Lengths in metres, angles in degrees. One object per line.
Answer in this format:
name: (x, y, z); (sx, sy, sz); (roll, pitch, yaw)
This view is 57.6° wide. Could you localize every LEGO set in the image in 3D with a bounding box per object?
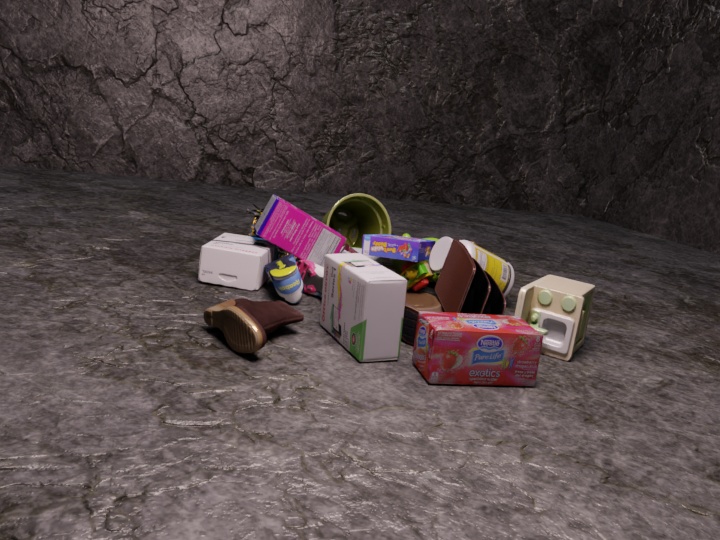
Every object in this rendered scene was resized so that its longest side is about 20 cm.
LEGO set: (-0.202, -0.107, 1.737); (0.152, 0.118, 0.200); (6, -22, 33)

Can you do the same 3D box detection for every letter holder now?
letter holder: (0.243, 0.028, 1.413); (0.099, 0.144, 0.200); (13, 19, -10)

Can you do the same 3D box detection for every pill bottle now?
pill bottle: (0.266, -0.004, 1.580); (0.198, 0.114, 0.112); (25, 4, -27)

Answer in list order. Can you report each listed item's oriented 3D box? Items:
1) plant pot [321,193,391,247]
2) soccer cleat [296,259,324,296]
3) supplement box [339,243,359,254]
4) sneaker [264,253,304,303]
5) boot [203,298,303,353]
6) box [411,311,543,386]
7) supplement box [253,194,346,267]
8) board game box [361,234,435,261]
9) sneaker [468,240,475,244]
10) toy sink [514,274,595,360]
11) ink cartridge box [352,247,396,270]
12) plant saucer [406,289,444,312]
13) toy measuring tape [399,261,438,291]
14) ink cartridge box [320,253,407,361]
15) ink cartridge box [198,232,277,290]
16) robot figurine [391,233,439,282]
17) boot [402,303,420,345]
plant pot: (-0.033, -0.118, 1.923); (0.197, 0.205, 0.184); (2, 2, -20)
soccer cleat: (-0.082, 0.031, 1.501); (0.086, 0.071, 0.199); (17, 6, -42)
supplement box: (-0.006, 0.002, 1.408); (0.108, 0.061, 0.200); (35, 6, -3)
sneaker: (-0.167, 0.017, 1.467); (0.073, 0.083, 0.200); (-23, 16, -2)
boot: (-0.169, 0.087, 1.166); (0.164, 0.074, 0.199); (-5, 14, -36)
box: (0.197, 0.133, 1.119); (0.196, 0.097, 0.100); (4, 14, -14)
supplement box: (-0.147, -0.088, 1.586); (0.198, 0.104, 0.101); (31, 3, -17)
board game box: (0.094, -0.055, 1.553); (0.132, 0.046, 0.200); (8, 6, 17)
sneaker: (0.307, -0.011, 1.699); (0.199, 0.075, 0.071); (32, 34, -47)
toy sink: (0.390, 0.096, 1.311); (0.111, 0.133, 0.199); (15, 14, 30)
ink cartridge box: (0.000, 0.000, 1.634); (0.145, 0.077, 0.200); (5, 14, -9)
plant saucer: (0.099, 0.074, 1.475); (0.196, 0.030, 0.200); (6, 13, -1)
toy measuring tape: (0.140, 0.013, 1.568); (0.072, 0.075, 0.199); (12, 4, 20)
ink cartridge box: (0.000, 0.061, 1.204); (0.083, 0.148, 0.200); (-1, 15, -25)
ink cartridge box: (-0.286, -0.025, 1.558); (0.142, 0.086, 0.200); (9, 13, 2)
robot figurine: (0.160, -0.025, 1.729); (0.174, 0.117, 0.198); (33, 26, 35)
boot: (0.104, 0.094, 1.286); (0.198, 0.076, 0.096); (15, 18, 39)
